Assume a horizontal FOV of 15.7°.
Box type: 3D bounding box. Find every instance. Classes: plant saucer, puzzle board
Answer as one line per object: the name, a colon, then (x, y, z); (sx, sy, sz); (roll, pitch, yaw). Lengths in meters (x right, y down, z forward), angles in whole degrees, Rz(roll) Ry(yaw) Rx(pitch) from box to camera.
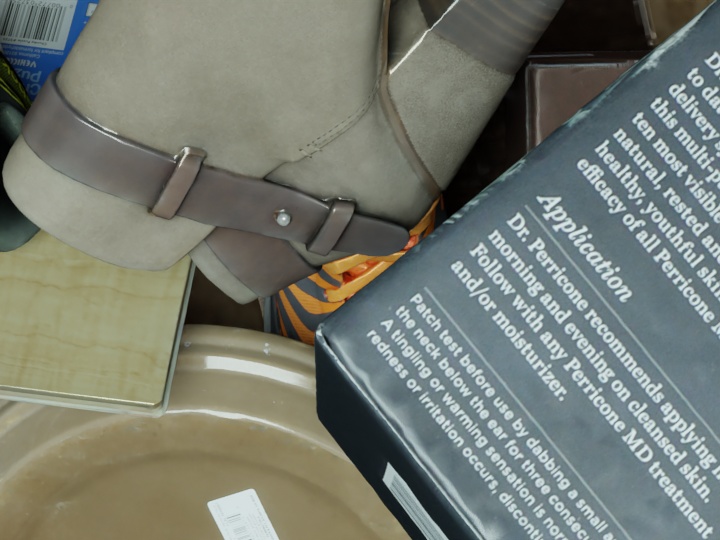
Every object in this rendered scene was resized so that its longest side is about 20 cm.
plant saucer: (-0.049, 0.110, 0.857); (0.199, 0.030, 0.201); (3, 118, 5)
puzzle board: (-0.145, -0.030, 0.820); (0.199, 0.017, 0.151); (7, 58, 5)

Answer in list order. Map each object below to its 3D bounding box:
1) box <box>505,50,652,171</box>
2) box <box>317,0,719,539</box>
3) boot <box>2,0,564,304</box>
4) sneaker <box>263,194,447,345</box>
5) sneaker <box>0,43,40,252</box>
box: (0.099, 0.027, 0.873); (0.100, 0.075, 0.201); (0, 99, -4)
box: (0.098, 0.014, 0.708); (0.196, 0.200, 0.124); (-37, 84, -6)
boot: (-0.044, -0.067, 0.706); (0.146, 0.070, 0.200); (-40, 126, 22)
sneaker: (0.000, 0.000, 0.841); (0.077, 0.112, 0.201); (-18, 98, -1)
sneaker: (-0.147, -0.050, 0.720); (0.085, 0.200, 0.075); (45, 110, 22)
